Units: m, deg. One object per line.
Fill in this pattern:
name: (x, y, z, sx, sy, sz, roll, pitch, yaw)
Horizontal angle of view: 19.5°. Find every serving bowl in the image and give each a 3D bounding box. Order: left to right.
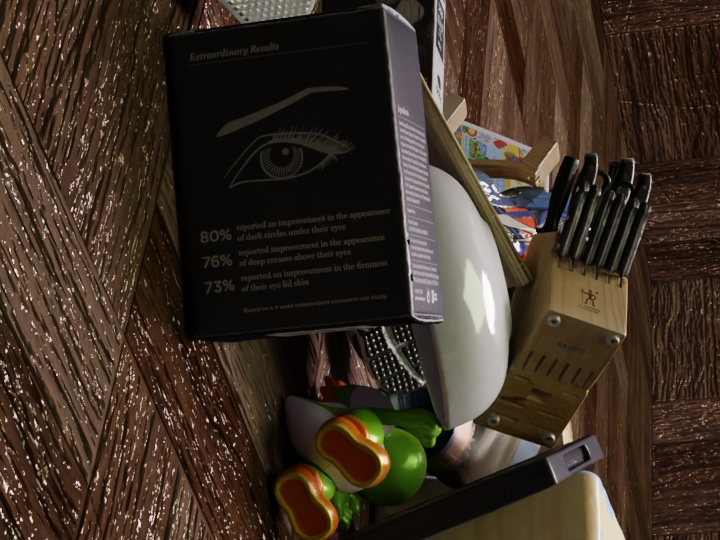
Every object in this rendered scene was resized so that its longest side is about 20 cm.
serving bowl: (0.070, 0.013, 1.543, 0.200, 0.066, 0.201, 167, -90, -87)

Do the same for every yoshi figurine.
yoshi figurine: (0.005, 0.143, 1.545, 0.200, 0.112, 0.113, -44, 135, -76)

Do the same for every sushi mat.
sushi mat: (0.069, -0.075, 1.595, 0.201, 0.012, 0.096, 61, -9, -1)

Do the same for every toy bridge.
toy bridge: (0.063, -0.116, 1.735, 0.067, 0.200, 0.027, -53, 156, -23)

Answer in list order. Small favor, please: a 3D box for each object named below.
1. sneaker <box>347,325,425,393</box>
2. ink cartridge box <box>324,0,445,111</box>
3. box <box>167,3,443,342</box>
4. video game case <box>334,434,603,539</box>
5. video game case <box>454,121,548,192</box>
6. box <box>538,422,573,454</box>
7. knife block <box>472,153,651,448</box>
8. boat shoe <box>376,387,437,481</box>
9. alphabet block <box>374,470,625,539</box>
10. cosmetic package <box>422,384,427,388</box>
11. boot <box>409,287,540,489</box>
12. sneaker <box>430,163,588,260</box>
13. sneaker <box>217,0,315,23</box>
sneaker: (0.000, 0.000, 1.685, 0.080, 0.073, 0.201, -146, -140, -70)
ink cartridge box: (0.018, -0.174, 1.728, 0.039, 0.099, 0.201, 64, 23, -56)
box: (-0.034, -0.059, 1.350, 0.104, 0.147, 0.201, 11, 74, -76)
video game case: (0.074, 0.178, 1.581, 0.026, 0.199, 0.181, 68, 16, 6)
video game case: (0.081, -0.054, 1.836, 0.023, 0.181, 0.201, -52, -156, 45)
box: (0.120, 0.107, 1.938, 0.021, 0.163, 0.201, -18, 104, -49)
knife block: (0.155, 0.011, 1.594, 0.176, 0.064, 0.200, -81, -167, -47)
boat shoe: (0.053, 0.146, 1.755, 0.200, 0.072, 0.073, 18, 63, -42)
alphabet block: (0.122, 0.300, 1.770, 0.195, 0.196, 0.201, 58, 29, -59)
cosmetic package: (0.083, 0.075, 1.873, 0.105, 0.071, 0.201, -13, 100, -39)
boot: (0.109, 0.098, 1.728, 0.097, 0.075, 0.201, 42, 59, -31)
sneaker: (0.114, -0.027, 1.701, 0.075, 0.199, 0.079, -27, -125, 59)
sneaker: (-0.100, -0.228, 1.354, 0.082, 0.074, 0.200, 57, 2, 32)
